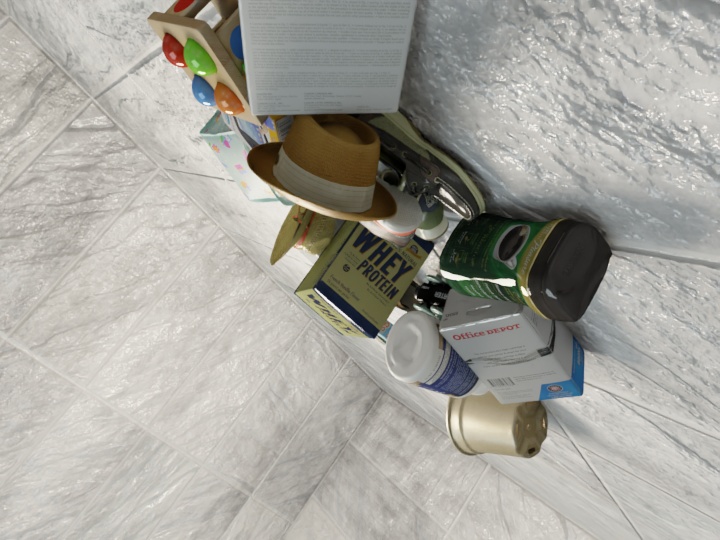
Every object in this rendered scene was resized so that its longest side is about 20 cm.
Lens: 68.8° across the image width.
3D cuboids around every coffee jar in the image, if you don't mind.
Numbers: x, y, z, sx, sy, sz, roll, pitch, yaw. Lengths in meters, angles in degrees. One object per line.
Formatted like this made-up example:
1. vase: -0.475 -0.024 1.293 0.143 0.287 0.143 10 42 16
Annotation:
1. coffee jar: 0.188 -0.009 0.621 0.085 0.106 0.198 40 169 -27

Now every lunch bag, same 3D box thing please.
1. lunch bag: -0.152 -0.209 0.914 0.195 0.124 0.172 9 147 34

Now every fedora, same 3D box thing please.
1. fedora: -0.033 -0.130 0.593 0.194 0.084 0.202 18 -155 -8

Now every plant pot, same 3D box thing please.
1. plant pot: 0.333 0.354 1.247 0.201 0.203 0.181 45 154 -25

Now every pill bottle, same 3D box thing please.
1. pill bottle: 0.142 0.149 0.882 0.196 0.114 0.110 24 178 -37

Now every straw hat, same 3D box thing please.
1. straw hat: -0.093 -0.084 1.019 0.083 0.207 0.200 27 172 -20

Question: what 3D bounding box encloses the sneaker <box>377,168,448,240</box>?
1. sneaker: 0.042 -0.119 0.781 0.197 0.068 0.091 27 158 37

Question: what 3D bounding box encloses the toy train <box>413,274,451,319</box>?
1. toy train: 0.181 0.066 0.956 0.112 0.087 0.198 31 170 -29

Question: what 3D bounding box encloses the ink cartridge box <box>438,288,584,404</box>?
1. ink cartridge box: 0.233 0.107 0.802 0.142 0.086 0.200 -18 126 41

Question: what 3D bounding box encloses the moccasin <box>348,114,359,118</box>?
1. moccasin: -0.082 -0.238 0.723 0.199 0.073 0.079 35 153 38

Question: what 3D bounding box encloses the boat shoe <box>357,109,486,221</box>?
1. boat shoe: 0.068 -0.126 0.660 0.200 0.066 0.072 44 170 0

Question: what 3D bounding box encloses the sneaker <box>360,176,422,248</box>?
1. sneaker: -0.003 -0.098 0.722 0.200 0.076 0.083 44 156 20

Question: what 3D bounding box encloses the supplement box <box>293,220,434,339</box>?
1. supplement box: 0.000 0.000 0.960 0.133 0.203 0.199 38 165 -11

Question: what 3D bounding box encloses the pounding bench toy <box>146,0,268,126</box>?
1. pounding bench toy: -0.114 -0.252 0.576 0.197 0.157 0.125 28 163 39

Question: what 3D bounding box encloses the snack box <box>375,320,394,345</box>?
1. snack box: -0.003 0.093 1.152 0.198 0.038 0.116 37 169 -5

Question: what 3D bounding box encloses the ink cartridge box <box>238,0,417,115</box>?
1. ink cartridge box: -0.029 -0.231 0.473 0.203 0.156 0.059 98 166 -54

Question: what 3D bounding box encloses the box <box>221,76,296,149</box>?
1. box: -0.155 -0.226 0.745 0.199 0.041 0.121 43 157 25

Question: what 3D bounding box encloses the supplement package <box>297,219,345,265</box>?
1. supplement package: -0.022 -0.023 1.147 0.199 0.115 0.109 42 167 -19

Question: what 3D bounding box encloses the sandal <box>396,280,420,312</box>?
1. sandal: 0.085 0.051 1.101 0.195 0.084 0.054 28 174 -12
